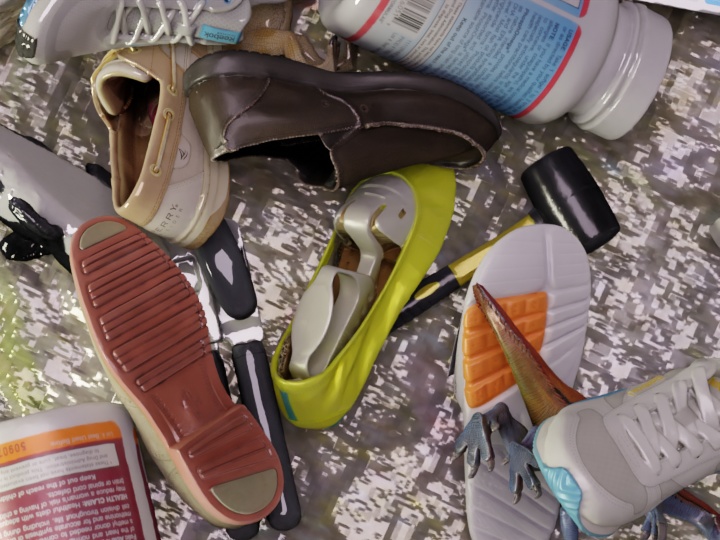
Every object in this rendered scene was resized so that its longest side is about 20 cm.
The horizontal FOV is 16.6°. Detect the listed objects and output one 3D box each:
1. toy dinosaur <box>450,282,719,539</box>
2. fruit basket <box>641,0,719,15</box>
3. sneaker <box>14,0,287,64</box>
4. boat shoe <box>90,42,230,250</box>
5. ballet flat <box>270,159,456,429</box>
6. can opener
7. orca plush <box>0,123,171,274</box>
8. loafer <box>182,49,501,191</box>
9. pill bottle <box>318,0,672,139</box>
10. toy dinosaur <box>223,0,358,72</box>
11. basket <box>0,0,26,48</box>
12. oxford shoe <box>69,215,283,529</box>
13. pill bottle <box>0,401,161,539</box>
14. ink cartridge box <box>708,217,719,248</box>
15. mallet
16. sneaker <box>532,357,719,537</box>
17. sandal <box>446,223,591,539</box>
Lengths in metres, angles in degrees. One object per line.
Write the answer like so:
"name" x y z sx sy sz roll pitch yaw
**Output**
"toy dinosaur" 0.155 0.114 1.451 0.181 0.105 0.201 4 90 -36
"fruit basket" 0.184 -0.260 1.536 0.199 0.094 0.186 13 84 7
"sneaker" -0.112 -0.161 1.447 0.200 0.075 0.087 -31 67 -35
"boat shoe" -0.126 -0.108 1.482 0.069 0.074 0.201 16 47 -34
"ballet flat" 0.000 0.000 1.484 0.067 0.067 0.201 14 70 32
"can opener" -0.080 0.060 1.489 0.053 0.067 0.201 -13 80 -2
"orca plush" -0.212 -0.034 1.502 0.199 0.105 0.071 28 115 -8
"loafer" -0.011 -0.077 1.462 0.199 0.073 0.072 6 71 -19
"pill bottle" 0.083 -0.155 1.489 0.199 0.109 0.109 24 80 -18
"toy dinosaur" -0.057 -0.140 1.540 0.100 0.058 0.201 4 77 16
"basket" -0.216 -0.222 1.508 0.199 0.123 0.136 -32 82 -5
"oxford shoe" -0.120 0.065 1.444 0.071 0.074 0.201 -23 83 -27
"pill bottle" -0.168 0.187 1.442 0.113 0.114 0.201 -13 80 -3
"ink cartridge box" 0.321 -0.056 1.475 0.199 0.146 0.085 -34 84 -5
"mallet" 0.069 0.007 1.518 0.200 0.041 0.066 -39 79 -3
"sneaker" 0.168 0.089 1.384 0.081 0.200 0.077 -38 79 35
"sandal" 0.087 0.071 1.496 0.079 0.059 0.208 3 101 -17
